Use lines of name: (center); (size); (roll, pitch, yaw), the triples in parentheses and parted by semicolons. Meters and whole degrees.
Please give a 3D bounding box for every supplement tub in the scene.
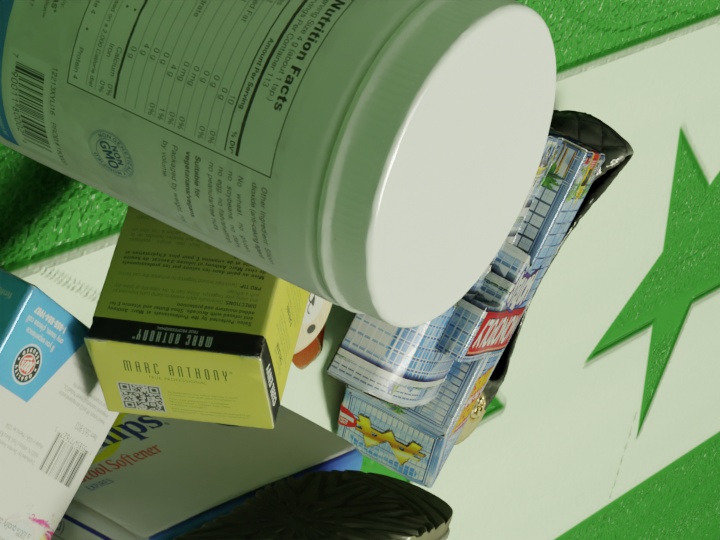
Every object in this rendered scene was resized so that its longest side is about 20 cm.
supplement tub: (-0.041, -0.074, 1.062); (0.132, 0.199, 0.133); (-44, 148, -38)

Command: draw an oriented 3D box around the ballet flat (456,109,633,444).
ballet flat: (0.086, 0.006, 1.553); (0.066, 0.057, 0.201); (18, 96, -64)

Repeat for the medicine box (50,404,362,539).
medicine box: (-0.107, 0.167, 1.265); (0.182, 0.103, 0.201); (-18, 129, -58)

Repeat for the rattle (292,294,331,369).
rattle: (0.000, 0.000, 1.293); (0.200, 0.142, 0.131); (67, 34, -50)

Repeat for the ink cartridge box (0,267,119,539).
ink cartridge box: (-0.178, 0.098, 1.105); (0.201, 0.068, 0.115); (-62, 156, -9)

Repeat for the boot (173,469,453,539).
boot: (-0.043, 0.196, 1.212); (0.181, 0.072, 0.201); (-14, 119, -42)

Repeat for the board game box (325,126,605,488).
board game box: (0.047, 0.016, 1.437); (0.201, 0.061, 0.200); (-65, 171, 6)

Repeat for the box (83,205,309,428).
box: (-0.051, -0.033, 1.153); (0.050, 0.075, 0.201); (81, 18, -52)
